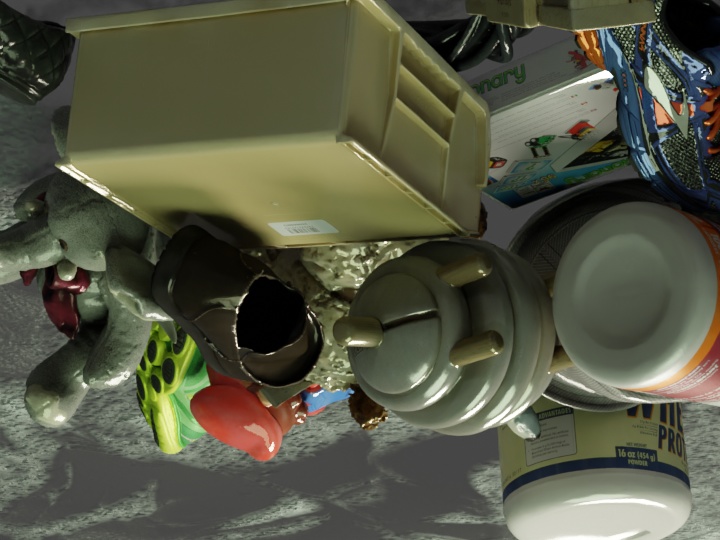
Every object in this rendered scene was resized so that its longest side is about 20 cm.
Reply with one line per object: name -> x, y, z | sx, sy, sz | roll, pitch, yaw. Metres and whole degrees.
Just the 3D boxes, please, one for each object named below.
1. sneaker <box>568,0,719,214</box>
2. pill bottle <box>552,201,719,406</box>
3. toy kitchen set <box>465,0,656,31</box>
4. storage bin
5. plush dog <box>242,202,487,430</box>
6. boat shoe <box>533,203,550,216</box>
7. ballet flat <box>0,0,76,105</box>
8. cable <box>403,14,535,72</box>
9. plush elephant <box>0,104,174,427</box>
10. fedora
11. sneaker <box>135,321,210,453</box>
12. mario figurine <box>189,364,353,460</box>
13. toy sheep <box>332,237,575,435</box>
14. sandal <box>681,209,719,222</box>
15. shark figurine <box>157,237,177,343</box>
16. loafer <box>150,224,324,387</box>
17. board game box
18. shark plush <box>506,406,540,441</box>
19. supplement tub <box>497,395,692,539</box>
sneaker -> 0.188, -0.112, 1.147 | 0.078, 0.075, 0.200 | -10, 130, 35
pill bottle -> 0.219, 0.027, 1.231 | 0.113, 0.113, 0.200 | -23, 158, 36
toy kitchen set -> 0.146, -0.210, 0.948 | 0.180, 0.163, 0.200 | -8, -169, -9
storage bin -> -0.047, -0.081, 1.194 | 0.200, 0.094, 0.199 | -3, 162, 26
plush dog -> 0.000, 0.000, 1.390 | 0.200, 0.161, 0.172 | 0, 130, -6
boat shoe -> 0.217, -0.026, 1.434 | 0.200, 0.071, 0.065 | 11, 116, -25
ballet flat -> -0.237, -0.164, 1.124 | 0.066, 0.057, 0.200 | 14, 161, 35
cable -> 0.022, -0.164, 1.128 | 0.163, 0.051, 0.200 | -2, 156, -6
plush elephant -> -0.184, -0.014, 1.300 | 0.200, 0.165, 0.155 | -25, 157, 4
fedora -> 0.191, 0.032, 1.360 | 0.177, 0.090, 0.200 | -45, 119, 7
sneaker -> -0.140, 0.077, 1.614 | 0.083, 0.074, 0.200 | -24, 156, -19
mario figurine -> -0.046, 0.069, 1.561 | 0.200, 0.106, 0.124 | -21, 123, -20
toy sheep -> 0.060, 0.040, 1.238 | 0.200, 0.138, 0.138 | 12, 151, -43
sandal -> 0.245, -0.075, 1.256 | 0.048, 0.075, 0.200 | -38, 160, -15
shark figurine -> -0.151, 0.006, 1.427 | 0.089, 0.128, 0.214 | -14, -170, -29
loafer -> -0.066, 0.037, 1.270 | 0.071, 0.073, 0.200 | 24, 173, 26
board game box -> 0.145, -0.104, 1.284 | 0.200, 0.035, 0.126 | -20, 151, 31
shark plush -> 0.069, 0.053, 1.406 | 0.091, 0.083, 0.200 | 2, 155, 26
supplement tub -> 0.177, 0.106, 1.533 | 0.145, 0.200, 0.145 | -2, 155, -1
